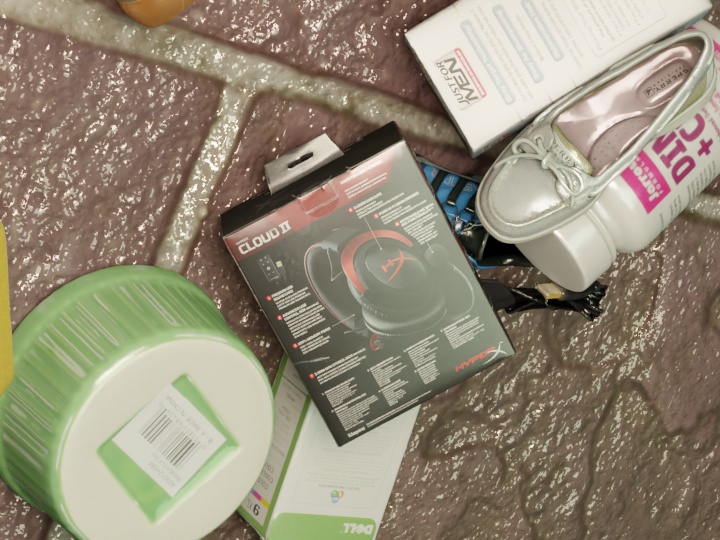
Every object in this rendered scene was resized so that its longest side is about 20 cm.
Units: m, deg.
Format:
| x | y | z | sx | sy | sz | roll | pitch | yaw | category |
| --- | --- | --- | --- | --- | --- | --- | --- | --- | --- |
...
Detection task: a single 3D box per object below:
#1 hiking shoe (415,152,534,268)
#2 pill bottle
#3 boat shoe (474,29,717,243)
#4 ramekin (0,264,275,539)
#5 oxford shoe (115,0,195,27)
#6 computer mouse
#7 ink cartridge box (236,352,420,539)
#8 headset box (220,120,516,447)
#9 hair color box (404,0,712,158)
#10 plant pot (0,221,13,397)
| x | y | z | sx | sy | sz | roll | pitch | yaw | category |
| --- | --- | --- | --- | --- | --- | --- | --- | --- | --- |
| 0.060 | -0.044 | 1.651 | 0.199 | 0.087 | 0.075 | 3 | 110 | -35 | hiking shoe |
| 0.199 | -0.086 | 1.622 | 0.200 | 0.113 | 0.114 | -44 | 129 | -13 | pill bottle |
| 0.164 | -0.097 | 1.531 | 0.201 | 0.075 | 0.065 | -35 | 165 | -2 | boat shoe |
| -0.158 | 0.106 | 1.564 | 0.199 | 0.098 | 0.201 | -15 | 120 | -28 | ramekin |
| -0.090 | -0.243 | 1.473 | 0.200 | 0.071 | 0.071 | -42 | 146 | -2 | oxford shoe |
| 0.090 | 0.028 | 1.670 | 0.199 | 0.140 | 0.046 | 4 | 86 | -36 | computer mouse |
| -0.031 | 0.157 | 1.702 | 0.103 | 0.059 | 0.201 | 9 | 106 | -36 | ink cartridge box |
| 0.000 | 0.000 | 1.573 | 0.148 | 0.075 | 0.201 | -29 | 106 | 3 | headset box |
| 0.140 | -0.175 | 1.574 | 0.199 | 0.061 | 0.099 | -31 | 88 | 0 | hair color box |
| -0.327 | 0.027 | 1.357 | 0.199 | 0.194 | 0.197 | -16 | 120 | -34 | plant pot |
